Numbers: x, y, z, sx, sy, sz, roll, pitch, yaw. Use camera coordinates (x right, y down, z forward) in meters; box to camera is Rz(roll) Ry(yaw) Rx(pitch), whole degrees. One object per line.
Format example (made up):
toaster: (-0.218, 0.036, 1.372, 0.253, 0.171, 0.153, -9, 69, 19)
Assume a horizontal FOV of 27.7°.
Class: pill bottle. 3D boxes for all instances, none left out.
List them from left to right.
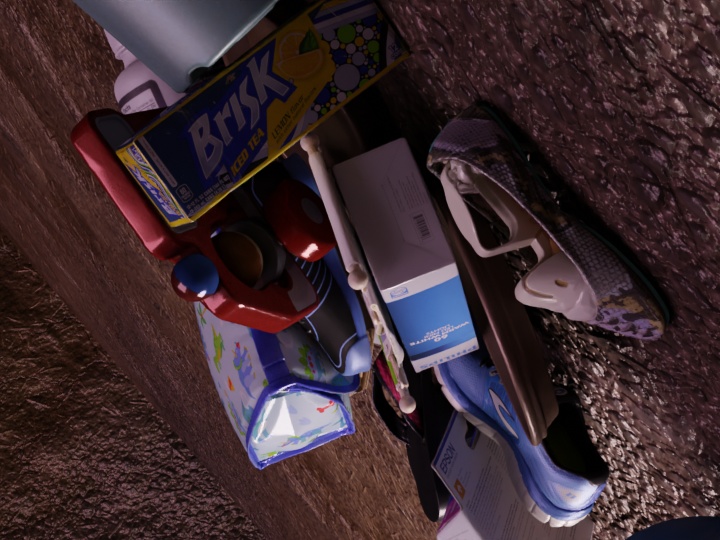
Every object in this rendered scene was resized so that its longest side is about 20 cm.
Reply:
pill bottle: (-0.152, -0.141, 1.305, 0.201, 0.111, 0.111, 66, 163, -1)

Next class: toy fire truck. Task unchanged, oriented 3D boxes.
toy fire truck: (-0.117, -0.037, 1.089, 0.201, 0.112, 0.168, 56, -154, 4)

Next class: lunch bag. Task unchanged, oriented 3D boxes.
lunch bag: (-0.083, 0.062, 1.312, 0.200, 0.127, 0.171, 72, 175, -67)

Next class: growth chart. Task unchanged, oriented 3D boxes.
growth chart: (0.000, 0.000, 1.070, 0.200, 0.018, 0.145, 68, -178, -55)

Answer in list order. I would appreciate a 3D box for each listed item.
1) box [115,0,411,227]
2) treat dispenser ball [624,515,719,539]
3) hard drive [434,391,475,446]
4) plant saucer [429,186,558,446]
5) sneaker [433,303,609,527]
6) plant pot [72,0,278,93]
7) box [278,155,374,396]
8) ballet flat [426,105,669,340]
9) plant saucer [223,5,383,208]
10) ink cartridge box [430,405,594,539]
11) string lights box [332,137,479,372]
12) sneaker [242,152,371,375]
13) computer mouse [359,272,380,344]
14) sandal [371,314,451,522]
box: (-0.067, -0.116, 1.005, 0.070, 0.200, 0.064, 54, 162, -11)
treat dispenser ball: (0.239, 0.270, 0.996, 0.201, 0.201, 0.201, 46, 162, 19)
hard drive: (0.100, 0.183, 1.393, 0.135, 0.042, 0.200, 56, 176, -12)
plant saucer: (0.099, 0.029, 1.056, 0.200, 0.029, 0.201, -22, -90, -90)
sneaker: (0.135, 0.103, 1.172, 0.200, 0.078, 0.089, 53, 142, 15)
plant pot: (-0.136, -0.240, 0.983, 0.196, 0.200, 0.200, 46, 164, -9)
box: (-0.037, 0.001, 1.370, 0.164, 0.021, 0.201, 96, 152, -66)
ballet flat: (0.114, -0.017, 0.962, 0.200, 0.072, 0.072, 49, 163, 9)
plant saucer: (-0.045, -0.136, 1.177, 0.200, 0.029, 0.200, 46, 163, 18)
ink cartridge box: (0.121, 0.198, 1.232, 0.200, 0.043, 0.196, 54, -154, -10)
string lights box: (0.039, -0.006, 1.087, 0.200, 0.059, 0.103, 66, -177, -67)
sneaker: (-0.054, 0.005, 1.221, 0.070, 0.078, 0.201, -150, 39, -71)
computer mouse: (0.027, 0.044, 1.354, 0.110, 0.044, 0.200, 57, 163, -12)
sandal: (0.036, 0.114, 1.238, 0.075, 0.045, 0.201, 121, 140, -70)
